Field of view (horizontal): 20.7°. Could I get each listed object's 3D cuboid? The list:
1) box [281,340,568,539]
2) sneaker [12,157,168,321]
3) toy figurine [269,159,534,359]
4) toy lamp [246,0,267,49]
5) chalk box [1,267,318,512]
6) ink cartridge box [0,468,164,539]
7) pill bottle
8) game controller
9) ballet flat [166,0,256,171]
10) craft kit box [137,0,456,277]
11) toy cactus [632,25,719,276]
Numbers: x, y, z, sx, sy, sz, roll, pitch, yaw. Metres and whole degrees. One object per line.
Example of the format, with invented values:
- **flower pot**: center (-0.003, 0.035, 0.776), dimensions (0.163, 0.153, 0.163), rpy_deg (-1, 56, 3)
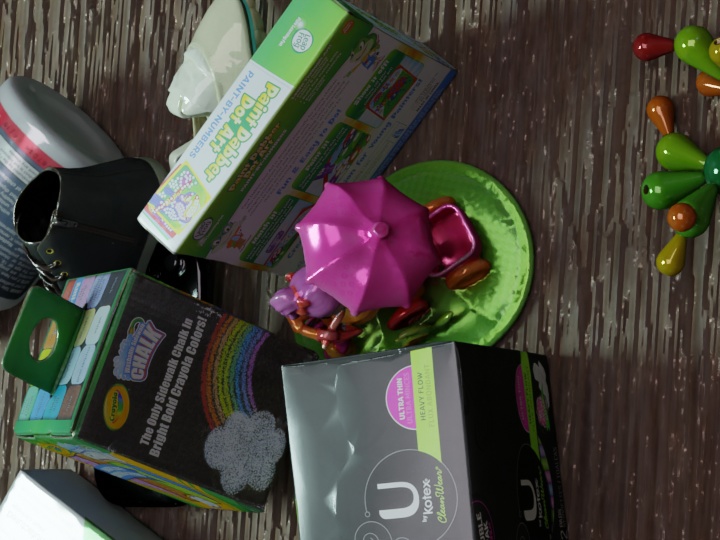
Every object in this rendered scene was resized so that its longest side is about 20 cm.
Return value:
- **box**: center (0.048, 0.130, 1.318), dimensions (0.124, 0.200, 0.149), rpy_deg (-10, 81, 22)
- **sneaker**: center (-0.219, 0.006, 1.459), dimensions (0.075, 0.106, 0.200), rpy_deg (35, 116, 38)
- **toy figurine**: center (0.000, 0.000, 1.360), dimensions (0.200, 0.184, 0.150), rpy_deg (-32, 74, 18)
- **toy lamp**: center (-0.083, -0.180, 1.481), dimensions (0.058, 0.058, 0.200), rpy_deg (-22, 77, 19)
- **chalk box**: center (-0.156, 0.077, 1.372), dimensions (0.124, 0.200, 0.125), rpy_deg (-9, 59, 62)
- **ink cartridge box**: center (-0.233, 0.272, 1.486), dimensions (0.146, 0.084, 0.200), rpy_deg (33, 97, 23)
- **pill bottle**: center (-0.284, -0.039, 1.517), dimensions (0.200, 0.120, 0.120), rpy_deg (-48, 70, 12)
- **game controller**: center (-0.158, 0.079, 1.496), dimensions (0.104, 0.042, 0.200), rpy_deg (-3, 83, 23)
- **ballet flat**: center (-0.109, -0.103, 1.438), dimensions (0.069, 0.069, 0.200), rpy_deg (7, 112, 23)
- **craft kit box**: center (-0.039, -0.090, 1.377), dimensions (0.049, 0.197, 0.200), rpy_deg (40, 100, 20)
- **toy cactus**: center (0.266, -0.078, 1.314), dimensions (0.165, 0.102, 0.200), rpy_deg (-13, 72, 11)
